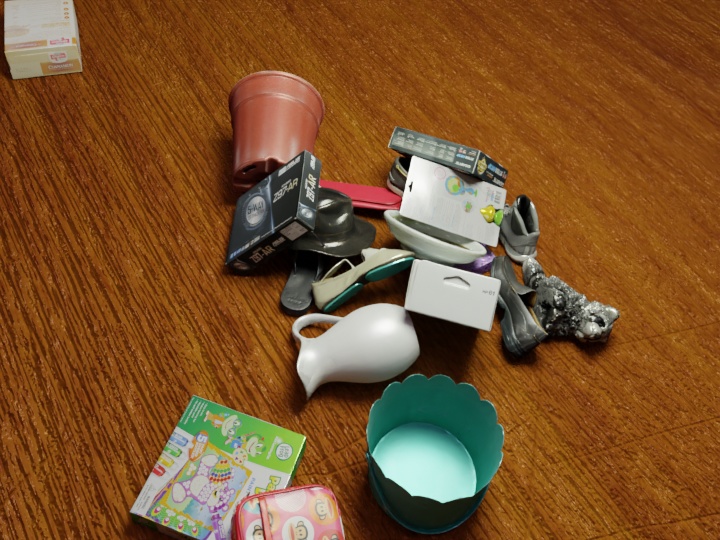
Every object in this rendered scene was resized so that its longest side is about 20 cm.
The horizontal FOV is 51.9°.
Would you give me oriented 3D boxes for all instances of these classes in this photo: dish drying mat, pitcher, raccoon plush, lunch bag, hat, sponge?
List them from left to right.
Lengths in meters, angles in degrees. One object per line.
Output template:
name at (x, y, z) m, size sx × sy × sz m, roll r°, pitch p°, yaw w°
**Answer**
lunch bag at (-0.102, 0.394, 0.973) m, size 0.172 × 0.082 × 0.204 m, roll -1°, pitch 60°, yaw -24°
hat at (-0.065, -0.105, 1.365) m, size 0.196 × 0.082 × 0.202 m, roll 5°, pitch 31°, yaw -3°
pitcher at (-0.014, 0.113, 1.225) m, size 0.196 × 0.123 × 0.173 m, roll -16°, pitch 41°, yaw -4°
dish drying mat at (-0.013, -0.152, 1.474) m, size 0.195 × 0.019 × 0.077 m, roll 7°, pitch 34°, yaw 8°
sponge at (0.166, -0.065, 1.435) m, size 0.110 × 0.030 × 0.201 m, roll -21°, pitch 56°, yaw -21°
raccoon plush at (0.382, 0.046, 1.335) m, size 0.131 × 0.098 × 0.203 m, roll 7°, pitch 50°, yaw -11°

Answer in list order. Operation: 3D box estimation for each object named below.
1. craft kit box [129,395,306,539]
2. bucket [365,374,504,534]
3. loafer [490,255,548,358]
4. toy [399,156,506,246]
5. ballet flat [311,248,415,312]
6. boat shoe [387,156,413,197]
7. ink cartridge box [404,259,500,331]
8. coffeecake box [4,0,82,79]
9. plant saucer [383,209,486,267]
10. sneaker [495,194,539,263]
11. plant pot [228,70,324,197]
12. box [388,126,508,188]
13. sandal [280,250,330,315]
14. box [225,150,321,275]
craft kit box at (-0.203, 0.306, 1.087) m, size 0.194 × 0.049 × 0.202 m, roll 19°, pitch 52°, yaw 6°
bucket at (0.102, 0.272, 1.087) m, size 0.202 × 0.136 × 0.210 m, roll 2°, pitch 50°, yaw -3°
loafer at (0.283, 0.054, 1.311) m, size 0.072 × 0.072 × 0.204 m, roll 27°, pitch 43°, yaw -43°
toy at (0.171, -0.123, 1.385) m, size 0.196 × 0.047 × 0.118 m, roll 17°, pitch 75°, yaw -9°
ballet flat at (0.000, 0.000, 1.294) m, size 0.197 × 0.070 × 0.070 m, roll -29°, pitch 54°, yaw 6°
boat shoe at (0.144, -0.153, 1.440) m, size 0.199 × 0.061 × 0.072 m, roll 29°, pitch 47°, yaw 12°
ink cartridge box at (0.150, 0.039, 1.237) m, size 0.141 × 0.200 × 0.087 m, roll 14°, pitch 89°, yaw 5°
coffeecake box at (-0.725, -0.535, 1.687) m, size 0.150 × 0.074 × 0.203 m, roll -10°, pitch 53°, yaw -14°
plant saucer at (0.127, -0.050, 1.331) m, size 0.196 × 0.051 × 0.200 m, roll 20°, pitch 13°, yaw -5°
sneaker at (0.288, -0.120, 1.437) m, size 0.074 × 0.117 × 0.201 m, roll -21°, pitch 56°, yaw -22°
plant pot at (-0.171, -0.245, 1.449) m, size 0.196 × 0.202 × 0.199 m, roll 3°, pitch 58°, yaw -4°
box at (0.175, -0.220, 1.459) m, size 0.197 × 0.158 × 0.047 m, roll 23°, pitch 94°, yaw 31°
sandal at (-0.096, -0.009, 1.352) m, size 0.074 × 0.043 × 0.203 m, roll 8°, pitch 51°, yaw 0°
box at (-0.156, -0.103, 1.331) m, size 0.043 × 0.198 × 0.163 m, roll 33°, pitch 45°, yaw -34°
